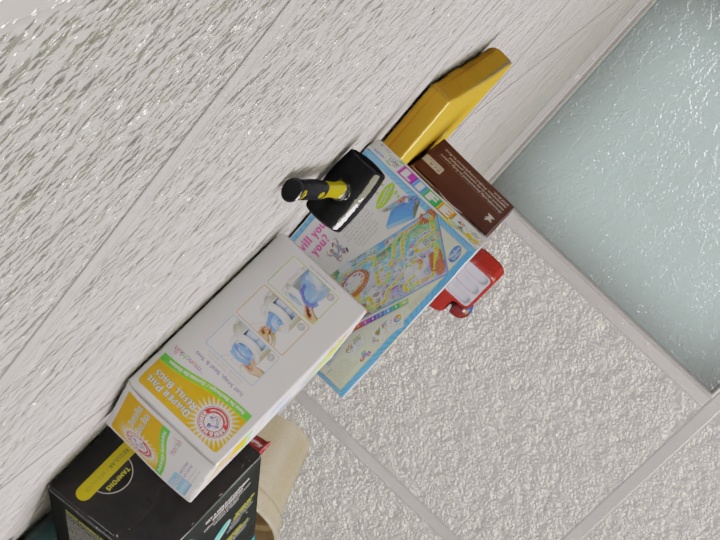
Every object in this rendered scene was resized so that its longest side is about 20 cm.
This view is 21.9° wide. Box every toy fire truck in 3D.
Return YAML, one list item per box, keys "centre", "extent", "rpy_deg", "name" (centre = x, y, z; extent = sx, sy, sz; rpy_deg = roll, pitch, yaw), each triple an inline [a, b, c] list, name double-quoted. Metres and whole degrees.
- centre: [0.088, -0.011, 2.380]
  extent: [0.112, 0.168, 0.200]
  rpy_deg: [-45, 176, -27]
  name: "toy fire truck"

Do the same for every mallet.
- centre: [-0.035, -0.055, 1.454]
  extent: [0.066, 0.041, 0.200]
  rpy_deg: [-51, 172, 17]
  name: "mallet"

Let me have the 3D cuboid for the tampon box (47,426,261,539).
- centre: [-0.186, 0.224, 1.701]
  extent: [0.150, 0.126, 0.200]
  rpy_deg: [-46, 162, -27]
  name: "tampon box"

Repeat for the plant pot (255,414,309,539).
- centre: [-0.183, 0.335, 3.098]
  extent: [0.184, 0.200, 0.200]
  rpy_deg: [-58, -177, -31]
  name: "plant pot"

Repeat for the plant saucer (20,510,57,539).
- centre: [-0.328, 0.286, 1.834]
  extent: [0.200, 0.027, 0.200]
  rpy_deg: [-47, 177, -3]
  name: "plant saucer"

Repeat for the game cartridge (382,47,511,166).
- centre: [0.055, -0.129, 1.779]
  extent: [0.176, 0.032, 0.200]
  rpy_deg: [-48, 174, 26]
  name: "game cartridge"

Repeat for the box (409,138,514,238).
- centre: [0.049, -0.025, 1.828]
  extent: [0.075, 0.100, 0.200]
  rpy_deg: [-43, 177, -47]
  name: "box"

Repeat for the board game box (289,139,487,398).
- centre: [0.000, 0.000, 1.671]
  extent: [0.200, 0.134, 0.034]
  rpy_deg: [-48, 177, 25]
  name: "board game box"

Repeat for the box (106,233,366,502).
- centre: [-0.107, 0.083, 1.577]
  extent: [0.200, 0.101, 0.113]
  rpy_deg: [-45, 176, -29]
  name: "box"

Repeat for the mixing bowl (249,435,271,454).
- centre: [-0.199, 0.217, 1.948]
  extent: [0.200, 0.108, 0.200]
  rpy_deg: [-47, 178, -2]
  name: "mixing bowl"
